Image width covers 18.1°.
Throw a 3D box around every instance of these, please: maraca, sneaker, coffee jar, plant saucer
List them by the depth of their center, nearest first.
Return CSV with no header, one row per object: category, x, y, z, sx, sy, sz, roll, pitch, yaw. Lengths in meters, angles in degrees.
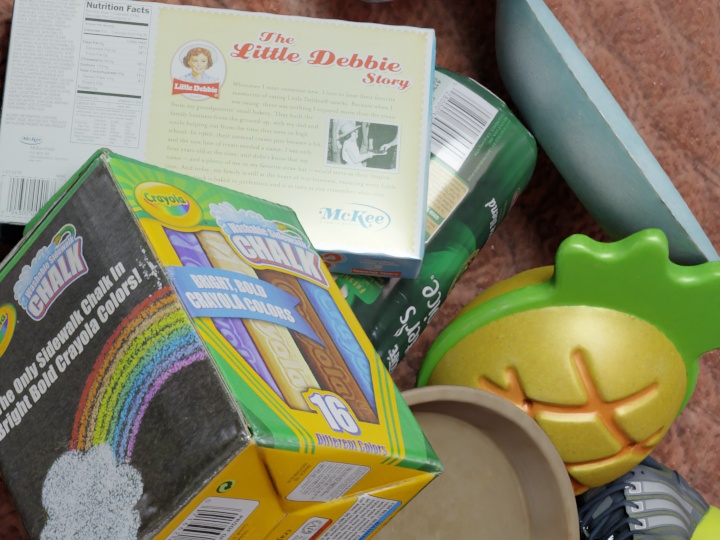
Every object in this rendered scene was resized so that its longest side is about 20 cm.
plant saucer,0.021,0.150,1.083,0.200,0.029,0.201,-9,107,-33
coffee jar,0.000,0.000,1.115,0.085,0.104,0.200,36,71,4
maraca,0.111,0.046,1.144,0.137,0.200,0.107,20,46,-23
plant saucer,0.118,-0.068,1.162,0.039,0.201,0.201,-34,110,9
sneaker,0.141,0.147,1.182,0.074,0.200,0.081,-45,83,15

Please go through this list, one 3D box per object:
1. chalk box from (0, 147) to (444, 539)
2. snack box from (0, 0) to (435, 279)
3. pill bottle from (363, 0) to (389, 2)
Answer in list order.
chalk box,-0.082,0.039,0.962,0.125,0.200,0.124,-45,144,23
snack box,-0.067,-0.063,1.055,0.199,0.037,0.116,5,73,-4
pill bottle,0.017,-0.242,1.108,0.111,0.111,0.200,-26,103,-28
